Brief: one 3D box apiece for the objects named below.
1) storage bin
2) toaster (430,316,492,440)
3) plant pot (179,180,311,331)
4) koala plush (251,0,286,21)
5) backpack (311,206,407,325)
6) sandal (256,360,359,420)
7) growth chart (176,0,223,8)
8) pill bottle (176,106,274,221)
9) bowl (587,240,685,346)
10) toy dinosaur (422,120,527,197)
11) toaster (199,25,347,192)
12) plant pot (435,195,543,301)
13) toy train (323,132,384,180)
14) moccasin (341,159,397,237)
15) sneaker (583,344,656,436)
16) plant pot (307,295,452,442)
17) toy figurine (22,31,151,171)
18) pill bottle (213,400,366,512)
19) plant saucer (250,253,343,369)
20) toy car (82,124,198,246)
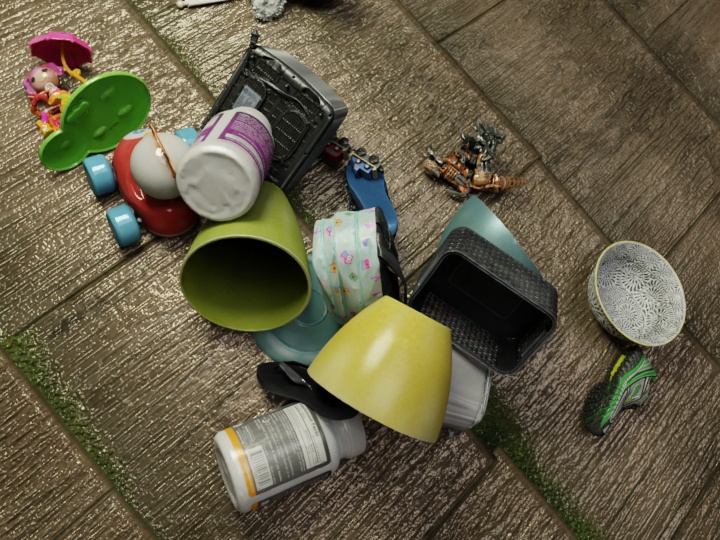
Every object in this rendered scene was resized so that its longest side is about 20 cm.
[{"bbox_3d":[0.189,0.046,0.977,0.199,0.136,0.094,34,31,-1],"label":"storage bin"},{"bbox_3d":[0.135,0.166,1.033,0.128,0.114,0.202,22,63,-14],"label":"toaster"},{"bbox_3d":[-0.162,-0.044,0.974,0.185,0.188,0.201,14,41,-13],"label":"plant pot"},{"bbox_3d":[-0.137,-0.575,1.207,0.199,0.184,0.179,-26,92,-4],"label":"koala plush"},{"bbox_3d":[0.000,0.000,0.960,0.125,0.201,0.168,-12,55,3],"label":"backpack"},{"bbox_3d":[-0.075,0.162,0.933,0.076,0.199,0.043,-13,109,-46],"label":"sandal"},{"bbox_3d":[-0.310,-0.586,1.212,0.143,0.018,0.202,-11,75,-22],"label":"growth chart"},{"bbox_3d":[-0.184,-0.163,0.917,0.111,0.113,0.201,22,32,-10],"label":"pill bottle"},{"bbox_3d":[0.501,0.055,1.207,0.199,0.094,0.203,6,68,-16],"label":"bowl"},{"bbox_3d":[0.219,-0.199,1.224,0.199,0.102,0.137,18,80,-31],"label":"toy dinosaur"},{"bbox_3d":[-0.137,-0.259,1.053,0.180,0.200,0.119,39,23,-1],"label":"toaster"},{"bbox_3d":[0.203,-0.008,1.093,0.134,0.200,0.201,-38,85,6],"label":"plant pot"},{"bbox_3d":[-0.043,-0.214,1.122,0.199,0.034,0.046,33,72,21],"label":"toy train"},{"bbox_3d":[0.012,-0.118,1.115,0.080,0.069,0.201,-6,49,-7],"label":"moccasin"},{"bbox_3d":[0.475,0.225,1.144,0.085,0.078,0.200,47,63,2],"label":"sneaker"},{"bbox_3d":[0.047,0.120,0.872,0.199,0.200,0.143,28,88,-7],"label":"plant pot"},{"bbox_3d":[-0.465,-0.286,1.008,0.200,0.150,0.184,-43,73,-3],"label":"toy figurine"},{"bbox_3d":[-0.100,0.255,0.916,0.199,0.116,0.117,-17,77,-24],"label":"pill bottle"},{"bbox_3d":[-0.087,0.061,1.042,0.198,0.027,0.202,7,68,-16],"label":"plant saucer"},{"bbox_3d":[-0.303,-0.161,0.954,0.183,0.200,0.178,-24,79,-25],"label":"toy car"}]
